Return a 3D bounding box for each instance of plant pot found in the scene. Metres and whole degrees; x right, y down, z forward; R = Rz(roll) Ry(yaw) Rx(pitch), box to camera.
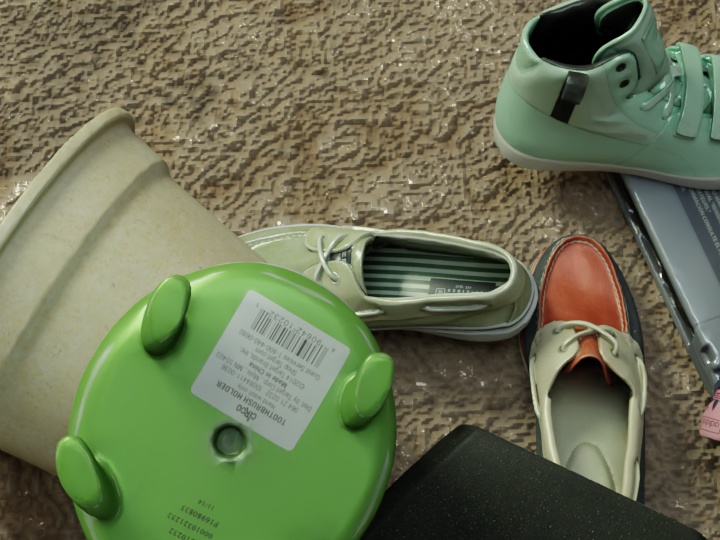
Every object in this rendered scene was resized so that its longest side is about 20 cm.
[{"bbox_3d":[0.066,0.198,0.817,0.199,0.200,0.178,25,58,11],"label":"plant pot"},{"bbox_3d":[-0.104,0.049,0.890,0.183,0.201,0.201,33,69,1],"label":"plant pot"}]

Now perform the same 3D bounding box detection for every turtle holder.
[{"bbox_3d":[-0.056,0.090,0.744,0.140,0.132,0.187,1,89,-3],"label":"turtle holder"}]

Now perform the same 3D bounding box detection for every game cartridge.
[{"bbox_3d":[0.228,-0.033,0.997,0.132,0.042,0.201,-16,67,-12],"label":"game cartridge"}]

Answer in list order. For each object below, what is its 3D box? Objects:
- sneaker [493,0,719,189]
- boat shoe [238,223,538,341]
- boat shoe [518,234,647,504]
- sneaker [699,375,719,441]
[{"bbox_3d":[0.178,-0.103,0.945,0.199,0.118,0.074,-2,64,-2],"label":"sneaker"},{"bbox_3d":[0.000,0.000,0.955,0.199,0.062,0.072,1,66,11],"label":"boat shoe"},{"bbox_3d":[0.125,0.066,0.938,0.071,0.063,0.201,1,65,2],"label":"boat shoe"},{"bbox_3d":[0.218,0.055,0.903,0.082,0.070,0.201,-11,91,-11],"label":"sneaker"}]
